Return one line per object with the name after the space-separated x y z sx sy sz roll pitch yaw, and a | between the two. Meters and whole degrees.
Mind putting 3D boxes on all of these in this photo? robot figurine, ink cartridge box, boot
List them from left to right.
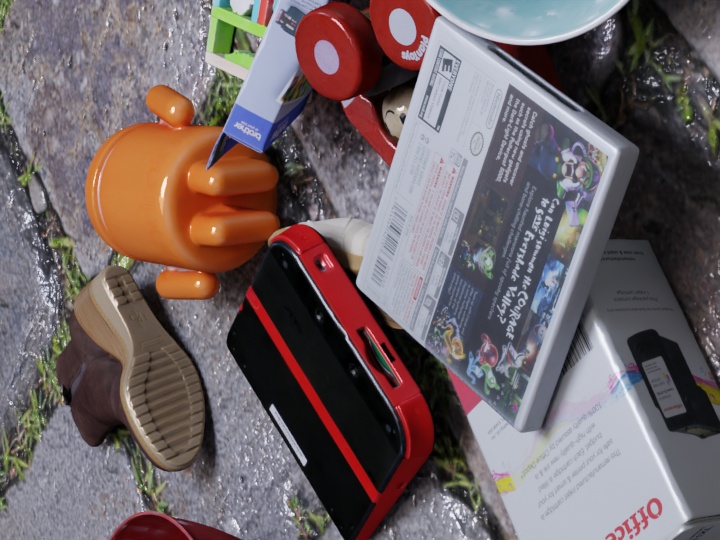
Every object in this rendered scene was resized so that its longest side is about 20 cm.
-0.200 0.112 1.876 0.201 0.072 0.167 66 149 24 | boot
-0.144 -0.062 1.739 0.199 0.117 0.144 8 142 52 | robot figurine
-0.046 -0.167 1.599 0.042 0.119 0.201 29 114 3 | ink cartridge box
0.153 0.103 1.384 0.146 0.082 0.201 -47 56 42 | ink cartridge box

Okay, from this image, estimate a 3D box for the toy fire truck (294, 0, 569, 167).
0.058 -0.125 1.494 0.199 0.112 0.169 -17 98 50 | toy fire truck

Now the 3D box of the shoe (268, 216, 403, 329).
0.000 0.000 1.614 0.199 0.053 0.070 18 135 55 | shoe

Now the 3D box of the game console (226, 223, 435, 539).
-0.024 0.083 1.615 0.201 0.031 0.177 58 149 20 | game console

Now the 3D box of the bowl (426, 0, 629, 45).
0.120 -0.248 1.369 0.199 0.105 0.203 8 107 28 | bowl

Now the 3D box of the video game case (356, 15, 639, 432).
0.081 -0.031 1.376 0.182 0.023 0.202 42 125 40 | video game case

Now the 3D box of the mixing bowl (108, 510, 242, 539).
-0.117 0.286 1.720 0.199 0.108 0.202 1 91 52 | mixing bowl

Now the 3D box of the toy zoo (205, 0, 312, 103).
-0.066 -0.245 1.707 0.131 0.020 0.202 29 114 48 | toy zoo
